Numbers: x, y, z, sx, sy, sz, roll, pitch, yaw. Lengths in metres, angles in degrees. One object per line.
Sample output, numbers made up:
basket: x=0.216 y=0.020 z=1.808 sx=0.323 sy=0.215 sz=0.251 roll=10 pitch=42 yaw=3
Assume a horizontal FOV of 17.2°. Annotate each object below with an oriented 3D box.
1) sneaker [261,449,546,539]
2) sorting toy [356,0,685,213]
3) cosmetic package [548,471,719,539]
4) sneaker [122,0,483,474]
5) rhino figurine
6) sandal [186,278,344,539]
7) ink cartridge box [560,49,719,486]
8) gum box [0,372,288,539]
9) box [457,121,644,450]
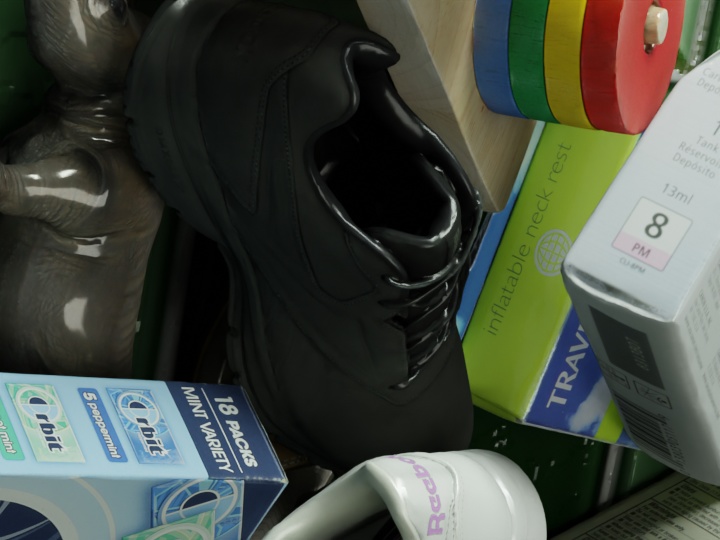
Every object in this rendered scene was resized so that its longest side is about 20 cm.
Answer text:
sneaker: x=-0.033 y=0.126 z=0.761 sx=0.200 sy=0.075 sz=0.099 roll=-49 pitch=151 yaw=14
sorting toy: x=0.068 y=-0.147 z=0.726 sx=0.199 sy=0.069 sz=0.201 roll=62 pitch=44 yaw=-57
cosmetic package: x=0.107 y=0.159 z=0.932 sx=0.199 sy=0.103 sz=0.088 roll=-24 pitch=121 yaw=-26
sneaker: x=0.000 y=0.000 z=0.741 sx=0.076 sy=0.090 sz=0.201 roll=-55 pitch=137 yaw=-28
rhino figurine: x=-0.096 y=-0.021 z=0.740 sx=0.087 sy=0.060 sz=0.202 roll=8 pitch=100 yaw=-44
sandal: x=-0.035 y=0.072 z=0.822 sx=0.082 sy=0.054 sz=0.201 roll=37 pitch=84 yaw=-39
ink cartridge box: x=0.148 y=-0.040 z=0.810 sx=0.201 sy=0.057 sz=0.163 roll=-60 pitch=155 yaw=-14
gum box: x=-0.146 y=0.102 z=0.711 sx=0.199 sy=0.045 sz=0.170 roll=5 pitch=132 yaw=-39
box: x=0.108 y=0.004 z=0.890 sx=0.199 sy=0.047 sz=0.123 roll=15 pitch=97 yaw=-50
